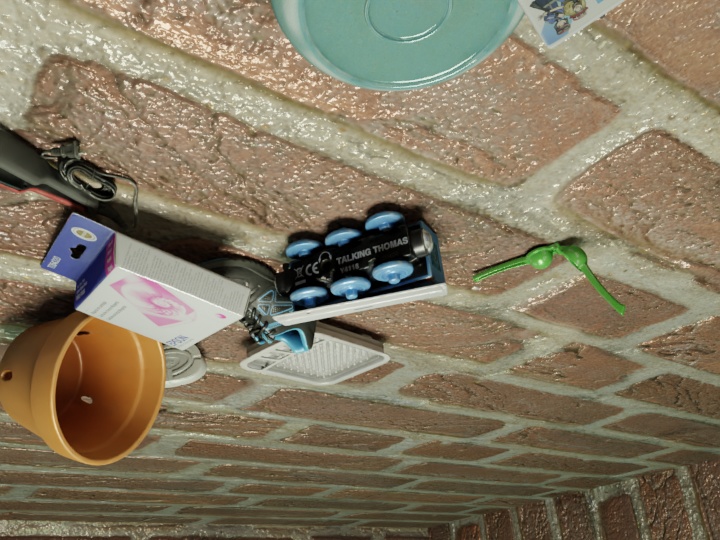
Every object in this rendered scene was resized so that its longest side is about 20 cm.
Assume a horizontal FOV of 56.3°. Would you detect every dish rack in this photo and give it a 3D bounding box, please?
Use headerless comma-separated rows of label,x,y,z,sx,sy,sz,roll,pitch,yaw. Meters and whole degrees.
dish rack,-0.070,0.125,1.048,0.171,0.044,0.199,-28,144,35

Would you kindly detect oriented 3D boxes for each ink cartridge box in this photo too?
ink cartridge box,-0.251,0.024,0.755,0.198,0.044,0.196,24,152,-26

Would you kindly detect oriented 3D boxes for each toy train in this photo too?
toy train,0.000,0.000,0.784,0.198,0.088,0.114,-17,156,21

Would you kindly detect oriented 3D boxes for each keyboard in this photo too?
keyboard,0.001,0.039,0.765,0.197,0.011,0.056,-11,172,7

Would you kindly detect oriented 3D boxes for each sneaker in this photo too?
sneaker,-0.128,0.045,0.845,0.198,0.083,0.073,22,145,-38
sneaker,-0.338,0.157,1.037,0.197,0.078,0.081,-1,162,-4

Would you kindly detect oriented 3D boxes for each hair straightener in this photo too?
hair straightener,-0.276,-0.085,0.619,0.076,0.041,0.200,-19,149,25

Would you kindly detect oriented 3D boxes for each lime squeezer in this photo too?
lime squeezer,0.241,0.000,0.849,0.198,0.072,0.038,13,-177,35

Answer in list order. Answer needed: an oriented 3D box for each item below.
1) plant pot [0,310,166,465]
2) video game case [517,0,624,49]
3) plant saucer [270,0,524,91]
plant pot,-0.377,0.145,0.893,0.138,0.203,0.200,1,156,24
video game case,0.162,-0.244,0.389,0.199,0.022,0.182,-31,144,24
plant saucer,0.033,-0.195,0.482,0.197,0.028,0.201,-5,153,-2
